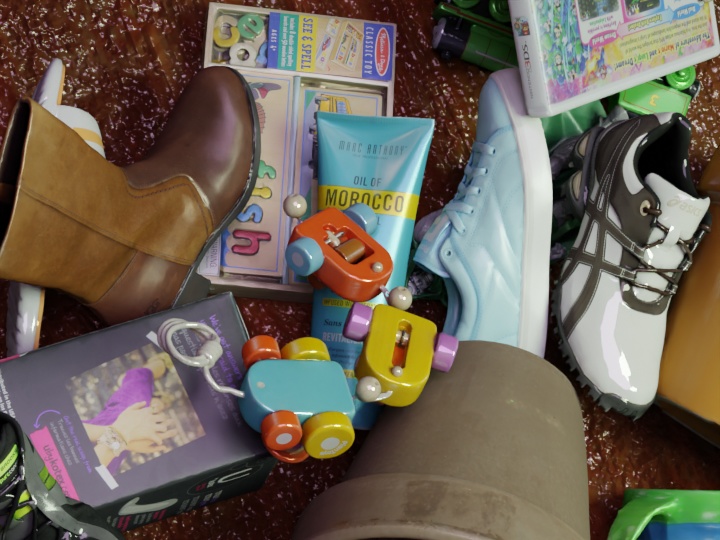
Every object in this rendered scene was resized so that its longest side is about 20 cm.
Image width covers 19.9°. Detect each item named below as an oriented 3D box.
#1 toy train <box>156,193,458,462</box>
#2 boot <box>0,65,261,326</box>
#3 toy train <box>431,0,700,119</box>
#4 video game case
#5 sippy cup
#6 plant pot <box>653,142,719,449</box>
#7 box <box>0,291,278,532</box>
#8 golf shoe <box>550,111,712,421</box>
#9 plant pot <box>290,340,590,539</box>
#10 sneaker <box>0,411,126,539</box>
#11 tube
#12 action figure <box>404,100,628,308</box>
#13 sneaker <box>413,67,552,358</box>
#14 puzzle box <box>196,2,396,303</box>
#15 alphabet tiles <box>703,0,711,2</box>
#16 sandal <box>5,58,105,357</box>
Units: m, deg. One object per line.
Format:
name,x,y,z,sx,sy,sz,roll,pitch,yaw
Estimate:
toy train,-0.030,0.042,1.225,0.150,0.056,0.200,37,43,14
boot,-0.153,-0.065,1.250,0.068,0.200,0.189,20,84,34
toy train,0.139,-0.146,1.423,0.199,0.042,0.057,20,82,-4
video game case,0.158,-0.208,1.319,0.199,0.024,0.183,-22,106,-45
sippy cup,0.232,0.204,1.293,0.177,0.140,0.131,2,84,0
plant pot,0.280,0.032,1.328,0.200,0.200,0.184,32,87,0
box,-0.160,0.102,1.246,0.199,0.122,0.107,-16,76,-15
golf shoe,0.173,-0.010,1.289,0.077,0.094,0.201,14,64,-31
plant pot,0.065,0.142,1.257,0.199,0.201,0.175,20,54,-4
sneaker,-0.196,0.128,1.124,0.199,0.083,0.071,42,72,4
tube,0.000,0.000,1.318,0.077,0.050,0.201,5,88,6
action figure,0.103,-0.035,1.374,0.199,0.055,0.118,-34,95,-13
sneaker,0.075,-0.028,1.306,0.081,0.074,0.201,-1,90,-12
puzzle box,-0.045,-0.077,1.373,0.132,0.025,0.201,5,73,-10
alphabet tiles,0.247,-0.275,1.410,0.200,0.006,0.167,-27,109,-58
sandal,-0.189,-0.030,1.308,0.059,0.079,0.208,7,73,-17
